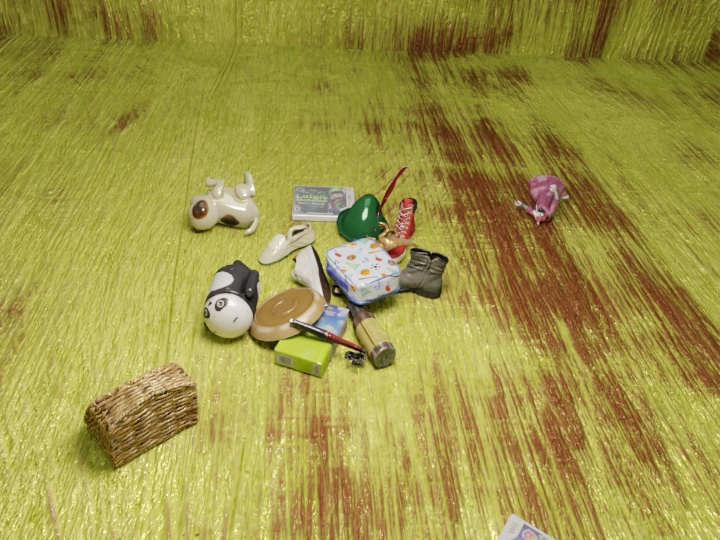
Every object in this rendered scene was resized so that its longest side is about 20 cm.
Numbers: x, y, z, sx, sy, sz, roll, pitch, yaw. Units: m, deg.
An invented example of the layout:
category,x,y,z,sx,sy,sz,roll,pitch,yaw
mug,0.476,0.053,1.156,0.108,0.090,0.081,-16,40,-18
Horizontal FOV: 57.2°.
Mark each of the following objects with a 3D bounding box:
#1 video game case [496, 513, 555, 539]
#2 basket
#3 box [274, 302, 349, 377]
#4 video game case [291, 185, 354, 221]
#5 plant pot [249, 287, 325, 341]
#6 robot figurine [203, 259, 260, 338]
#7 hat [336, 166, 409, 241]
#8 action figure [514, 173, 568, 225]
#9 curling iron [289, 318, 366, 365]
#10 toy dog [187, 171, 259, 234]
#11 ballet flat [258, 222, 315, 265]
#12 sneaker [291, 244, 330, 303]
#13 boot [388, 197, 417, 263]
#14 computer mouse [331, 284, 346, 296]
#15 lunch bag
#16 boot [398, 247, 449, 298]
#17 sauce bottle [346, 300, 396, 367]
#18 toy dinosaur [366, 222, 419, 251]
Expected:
category,x,y,z,sx,sy,sz,roll,pitch,yaw
video game case,0.319,0.526,1.133,0.197,0.018,0.143,25,42,26
basket,-0.441,0.255,1.313,0.198,0.145,0.148,-26,46,-35
box,-0.111,0.154,1.563,0.119,0.048,0.201,15,38,12
video game case,-0.115,-0.212,2.077,0.195,0.024,0.184,1,36,-4
plant pot,-0.181,0.097,1.592,0.196,0.028,0.201,-16,27,8
robot figurine,-0.308,0.066,1.583,0.122,0.153,0.202,8,40,-3
hat,0.027,-0.204,1.928,0.162,0.178,0.202,18,41,3
action figure,0.582,-0.212,2.114,0.132,0.149,0.203,-9,47,34
curling iron,-0.072,0.156,1.502,0.197,0.026,0.050,30,37,-1
toy dog,-0.407,-0.177,1.929,0.196,0.140,0.198,-12,76,-24
ballet flat,-0.208,-0.083,1.858,0.069,0.071,0.198,31,44,32
sneaker,-0.133,0.028,1.734,0.083,0.073,0.202,-28,45,8
boot,0.111,-0.121,1.876,0.071,0.147,0.201,16,39,14
computer mouse,-0.006,0.010,1.775,0.107,0.045,0.202,5,41,13
lunch bag,0.000,0.000,1.681,0.158,0.077,0.200,-21,40,-24
boot,0.130,-0.007,1.733,0.195,0.133,0.068,9,36,6
sauce bottle,0.020,0.143,1.578,0.063,0.066,0.201,-10,40,-19
toy dinosaur,0.079,-0.076,1.788,0.196,0.061,0.108,-10,53,23
